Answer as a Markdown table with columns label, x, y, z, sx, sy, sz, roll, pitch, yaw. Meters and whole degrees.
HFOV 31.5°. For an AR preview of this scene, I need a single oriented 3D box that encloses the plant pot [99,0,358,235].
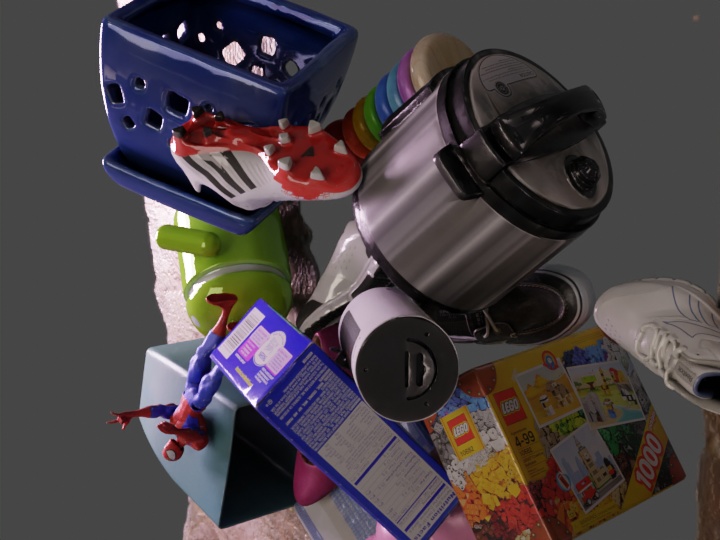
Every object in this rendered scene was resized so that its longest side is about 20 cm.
| label | x | y | z | sx | sy | sz | roll | pitch | yaw |
| --- | --- | --- | --- | --- | --- | --- | --- | --- | --- |
| plant pot | -0.134 | -0.160 | 1.253 | 0.198 | 0.200 | 0.182 | 21 | 122 | 12 |

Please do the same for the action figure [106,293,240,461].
| label | x | y | z | sx | sy | sz | roll | pitch | yaw |
| --- | --- | --- | --- | --- | --- | --- | --- | --- | --- |
| action figure | -0.180 | 0.119 | 1.257 | 0.065 | 0.098 | 0.202 | 49 | 132 | 35 |

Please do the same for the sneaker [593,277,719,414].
| label | x | y | z | sx | sy | sz | roll | pitch | yaw |
| --- | --- | --- | --- | --- | --- | --- | --- | --- | --- |
| sneaker | 0.265 | 0.063 | 1.015 | 0.199 | 0.086 | 0.075 | 28 | 118 | 38 |

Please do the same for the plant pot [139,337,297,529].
| label | x | y | z | sx | sy | sz | roll | pitch | yaw |
| --- | --- | --- | --- | --- | --- | --- | --- | --- | --- |
| plant pot | -0.148 | 0.157 | 1.399 | 0.199 | 0.140 | 0.143 | 29 | 117 | 42 |

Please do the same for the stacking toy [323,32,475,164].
| label | x | y | z | sx | sy | sz | roll | pitch | yaw |
| --- | --- | --- | --- | --- | --- | --- | --- | --- | --- |
| stacking toy | 0.026 | -0.148 | 1.214 | 0.199 | 0.085 | 0.086 | -25 | 81 | 48 |

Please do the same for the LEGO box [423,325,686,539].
| label | x | y | z | sx | sy | sz | roll | pitch | yaw |
| --- | --- | --- | --- | --- | --- | --- | --- | --- | --- |
| LEGO box | 0.160 | 0.141 | 1.052 | 0.077 | 0.199 | 0.150 | -35 | 75 | 42 |

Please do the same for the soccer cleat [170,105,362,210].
| label | x | y | z | sx | sy | sz | roll | pitch | yaw |
| --- | --- | --- | --- | --- | --- | --- | --- | --- | --- |
| soccer cleat | -0.080 | -0.086 | 1.110 | 0.198 | 0.069 | 0.086 | 14 | 140 | 28 |

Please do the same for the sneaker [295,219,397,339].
| label | x | y | z | sx | sy | sz | roll | pitch | yaw |
| --- | --- | --- | --- | --- | --- | --- | --- | --- | --- |
| sneaker | 0.000 | 0.000 | 1.279 | 0.200 | 0.073 | 0.081 | -44 | 54 | 35 |

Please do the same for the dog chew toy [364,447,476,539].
| label | x | y | z | sx | sy | sz | roll | pitch | yaw |
| --- | --- | --- | --- | --- | --- | --- | --- | --- | --- |
| dog chew toy | 0.072 | 0.245 | 1.182 | 0.200 | 0.124 | 0.125 | -43 | 67 | 15 |

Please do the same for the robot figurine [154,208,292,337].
| label | x | y | z | sx | sy | sz | roll | pitch | yaw |
| --- | --- | --- | --- | --- | --- | --- | --- | --- | --- |
| robot figurine | -0.133 | -0.012 | 1.341 | 0.114 | 0.175 | 0.202 | -20 | 61 | 15 |

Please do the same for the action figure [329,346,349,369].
| label | x | y | z | sx | sy | sz | roll | pitch | yaw |
| --- | --- | --- | --- | --- | --- | --- | --- | --- | --- |
| action figure | 0.055 | 0.098 | 1.189 | 0.199 | 0.129 | 0.070 | 29 | 109 | 39 |

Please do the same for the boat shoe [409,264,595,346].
| label | x | y | z | sx | sy | sz | roll | pitch | yaw |
| --- | --- | --- | --- | --- | --- | --- | --- | --- | --- |
| boat shoe | 0.118 | 0.041 | 1.161 | 0.199 | 0.070 | 0.073 | -13 | 89 | 43 |

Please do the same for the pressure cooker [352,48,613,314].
| label | x | y | z | sx | sy | sz | roll | pitch | yaw |
| --- | --- | --- | --- | --- | --- | --- | --- | --- | --- |
| pressure cooker | 0.111 | -0.081 | 1.053 | 0.200 | 0.177 | 0.177 | -41 | 31 | 41 |

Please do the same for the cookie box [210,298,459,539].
| label | x | y | z | sx | sy | sz | roll | pitch | yaw |
| --- | --- | --- | --- | --- | --- | --- | --- | --- | --- |
| cookie box | -0.022 | 0.131 | 1.107 | 0.200 | 0.075 | 0.171 | 46 | 174 | -21 |

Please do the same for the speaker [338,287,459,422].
| label | x | y | z | sx | sy | sz | roll | pitch | yaw |
| --- | --- | --- | --- | --- | --- | --- | --- | --- | --- |
| speaker | 0.027 | 0.063 | 1.028 | 0.200 | 0.080 | 0.082 | -128 | 32 | -83 |

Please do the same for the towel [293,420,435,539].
| label | x | y | z | sx | sy | sz | roll | pitch | yaw |
| --- | --- | --- | --- | --- | --- | --- | --- | --- | --- |
| towel | 0.022 | 0.240 | 1.310 | 0.200 | 0.024 | 0.147 | -51 | 62 | 27 |

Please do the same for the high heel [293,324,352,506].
| label | x | y | z | sx | sy | sz | roll | pitch | yaw |
| --- | --- | --- | --- | --- | --- | --- | --- | --- | --- |
| high heel | -0.044 | 0.149 | 1.291 | 0.067 | 0.095 | 0.202 | 39 | 109 | 39 |
